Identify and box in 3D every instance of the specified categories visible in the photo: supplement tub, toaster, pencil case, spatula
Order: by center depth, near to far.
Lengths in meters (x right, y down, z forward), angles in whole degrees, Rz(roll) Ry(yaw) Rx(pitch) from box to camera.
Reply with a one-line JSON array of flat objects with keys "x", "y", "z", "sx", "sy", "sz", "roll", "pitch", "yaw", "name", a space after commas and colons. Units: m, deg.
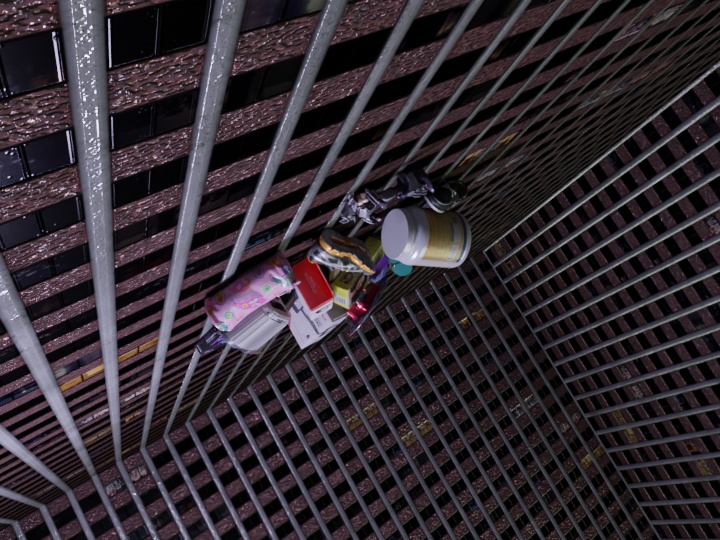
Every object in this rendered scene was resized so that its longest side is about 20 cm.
[{"x": -0.222, "y": 0.044, "z": 1.315, "sx": 0.198, "sy": 0.089, "sz": 0.087, "roll": -32, "pitch": 171, "yaw": 5, "name": "pencil case"}, {"x": -0.247, "y": 0.101, "z": 1.451, "sx": 0.128, "sy": 0.115, "sz": 0.200, "roll": -36, "pitch": 161, "yaw": 5, "name": "toaster"}, {"x": 0.166, "y": -0.085, "z": 1.614, "sx": 0.196, "sy": 0.148, "sz": 0.144, "roll": 4, "pitch": 153, "yaw": -31, "name": "supplement tub"}, {"x": 0.078, "y": -0.070, "z": 1.665, "sx": 0.203, "sy": 0.020, "sz": 0.057, "roll": -65, "pitch": 159, "yaw": -13, "name": "spatula"}]

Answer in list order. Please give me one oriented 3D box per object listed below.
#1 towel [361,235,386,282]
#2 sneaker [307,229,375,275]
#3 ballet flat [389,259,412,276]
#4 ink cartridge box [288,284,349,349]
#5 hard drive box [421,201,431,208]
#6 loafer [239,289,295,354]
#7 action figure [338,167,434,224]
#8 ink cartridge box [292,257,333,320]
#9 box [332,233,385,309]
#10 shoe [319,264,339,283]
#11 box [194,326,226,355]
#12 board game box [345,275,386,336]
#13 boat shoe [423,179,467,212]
[{"x": 0.030, "y": -0.029, "z": 1.775, "sx": 0.199, "sy": 0.024, "sz": 0.148, "roll": -17, "pitch": 127, "yaw": -58, "name": "towel"}, {"x": -0.040, "y": -0.031, "z": 1.444, "sx": 0.077, "sy": 0.079, "sz": 0.198, "roll": -36, "pitch": 141, "yaw": 26, "name": "sneaker"}, {"x": 0.100, "y": -0.044, "z": 1.802, "sx": 0.070, "sy": 0.072, "sz": 0.200, "roll": -32, "pitch": 155, "yaw": 9, "name": "ballet flat"}, {"x": -0.128, "y": 0.105, "z": 1.775, "sx": 0.083, "sy": 0.147, "sz": 0.200, "roll": -23, "pitch": 168, "yaw": -40, "name": "ink cartridge box"}, {"x": 0.180, "y": -0.113, "z": 1.820, "sx": 0.155, "sy": 0.077, "sz": 0.200, "roll": -42, "pitch": 170, "yaw": 4, "name": "hard drive box"}, {"x": -0.230, "y": 0.124, "z": 1.596, "sx": 0.201, "sy": 0.072, "sz": 0.071, "roll": -52, "pitch": 151, "yaw": -11, "name": "loafer"}, {"x": 0.044, "y": -0.143, "z": 1.284, "sx": 0.197, "sy": 0.071, "sz": 0.130, "roll": -27, "pitch": 180, "yaw": -9, "name": "action figure"}, {"x": -0.119, "y": 0.041, "z": 1.553, "sx": 0.066, "sy": 0.118, "sz": 0.200, "roll": -29, "pitch": 170, "yaw": -10, "name": "ink cartridge box"}, {"x": 0.000, "y": 0.000, "z": 1.637, "sx": 0.201, "sy": 0.049, "sz": 0.076, "roll": -55, "pitch": 155, "yaw": -34, "name": "box"}, {"x": -0.063, "y": -0.020, "z": 1.563, "sx": 0.052, "sy": 0.071, "sz": 0.200, "roll": -20, "pitch": 166, "yaw": -14, "name": "shoe"}, {"x": -0.324, "y": 0.143, "z": 1.662, "sx": 0.199, "sy": 0.037, "sz": 0.142, "roll": -38, "pitch": 170, "yaw": 35, "name": "box"}, {"x": 0.005, "y": 0.077, "z": 1.655, "sx": 0.159, "sy": 0.039, "sz": 0.200, "roll": -54, "pitch": -173, "yaw": 11, "name": "board game box"}, {"x": 0.216, "y": -0.195, "z": 1.604, "sx": 0.060, "sy": 0.076, "sz": 0.200, "roll": -39, "pitch": 177, "yaw": 27, "name": "boat shoe"}]
